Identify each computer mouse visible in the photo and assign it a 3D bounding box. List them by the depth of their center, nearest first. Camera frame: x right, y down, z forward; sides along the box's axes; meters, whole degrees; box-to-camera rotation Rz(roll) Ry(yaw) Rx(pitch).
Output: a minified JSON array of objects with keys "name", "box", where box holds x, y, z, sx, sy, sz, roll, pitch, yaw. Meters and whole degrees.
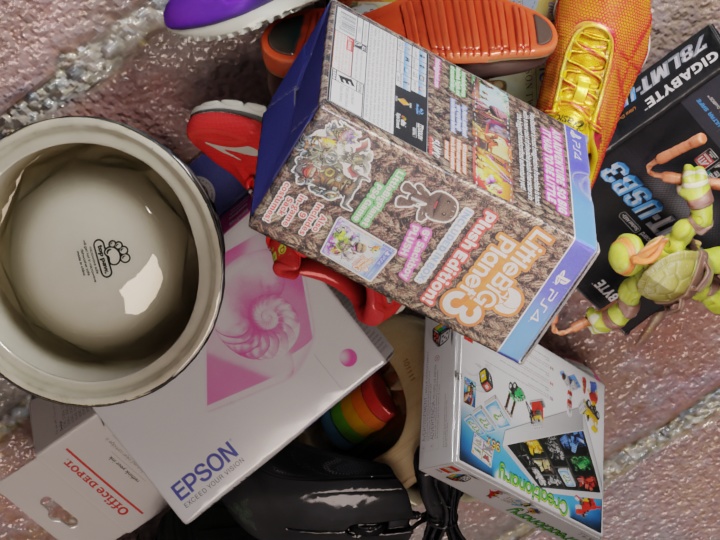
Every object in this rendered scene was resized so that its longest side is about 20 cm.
[{"name":"computer mouse","box":[-0.020,0.173,1.756,0.198,0.053,0.139,8,133,13]}]

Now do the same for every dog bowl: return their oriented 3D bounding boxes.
[{"name":"dog bowl","box":[-0.183,-0.011,1.645,0.198,0.074,0.202,2,100,9]}]

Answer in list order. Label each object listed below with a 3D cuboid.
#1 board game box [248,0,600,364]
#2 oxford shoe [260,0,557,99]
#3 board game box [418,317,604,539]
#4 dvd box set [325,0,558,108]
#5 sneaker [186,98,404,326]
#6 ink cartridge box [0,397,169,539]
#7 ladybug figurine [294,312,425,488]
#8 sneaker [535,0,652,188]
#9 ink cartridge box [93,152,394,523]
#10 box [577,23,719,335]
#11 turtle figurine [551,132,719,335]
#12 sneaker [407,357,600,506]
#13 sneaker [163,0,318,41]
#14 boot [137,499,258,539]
[{"name":"board game box","box":[0.041,-0.058,1.518,0.199,0.160,0.097,27,118,-12]},{"name":"oxford shoe","box":[0.034,-0.140,1.612,0.198,0.071,0.073,-3,133,3]},{"name":"board game box","box":[0.114,0.113,1.744,0.034,0.127,0.200,-14,151,34]},{"name":"dvd box set","box":[0.078,-0.158,1.667,0.198,0.029,0.147,-9,129,-6]},{"name":"sneaker","box":[-0.043,-0.039,1.630,0.200,0.085,0.077,38,155,-6]},{"name":"ink cartridge box","box":[-0.170,0.119,1.804,0.199,0.068,0.116,-34,127,13]},{"name":"ladybug figurine","box":[0.013,0.103,1.802,0.072,0.137,0.200,-11,165,-46]},{"name":"sneaker","box":[0.155,-0.122,1.620,0.072,0.077,0.202,12,104,2]},{"name":"ink cartridge box","box":[-0.112,0.044,1.700,0.196,0.043,0.200,-40,91,14]},{"name":"box","box":[0.224,-0.061,1.749,0.198,0.050,0.200,-35,138,12]},{"name":"turtle figurine","box":[0.239,-0.009,1.722,0.160,0.065,0.201,7,129,-35]},{"name":"sneaker","box":[0.100,0.135,1.869,0.199,0.088,0.082,-21,130,4]},{"name":"sneaker","box":[-0.051,-0.222,1.568,0.199,0.070,0.100,-19,100,23]},{"name":"boot","box":[-0.098,0.232,1.879,0.197,0.074,0.163,2,154,-23]}]
